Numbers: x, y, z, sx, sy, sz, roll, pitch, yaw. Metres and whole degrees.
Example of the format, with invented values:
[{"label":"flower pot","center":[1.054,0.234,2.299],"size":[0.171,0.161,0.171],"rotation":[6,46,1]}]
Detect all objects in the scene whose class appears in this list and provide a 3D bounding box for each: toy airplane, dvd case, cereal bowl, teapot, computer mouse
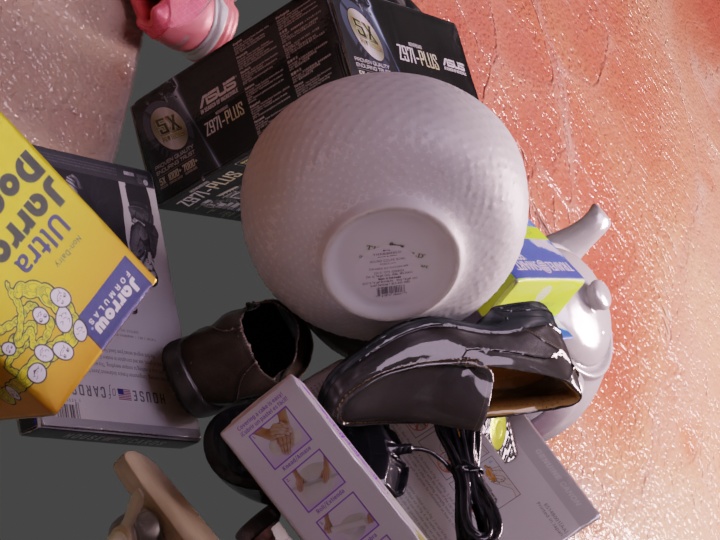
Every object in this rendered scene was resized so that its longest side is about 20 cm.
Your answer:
[{"label":"toy airplane","center":[-0.077,0.222,1.155],"size":[0.200,0.141,0.200],"rotation":[52,-3,-35]},{"label":"dvd case","center":[-0.180,0.017,1.223],"size":[0.150,0.025,0.202],"rotation":[12,60,-51]},{"label":"cereal bowl","center":[0.018,-0.029,1.236],"size":[0.200,0.199,0.084],"rotation":[43,22,-29]},{"label":"teapot","center":[0.146,0.050,1.546],"size":[0.197,0.145,0.202],"rotation":[3,67,-53]},{"label":"computer mouse","center":[-0.004,0.152,1.224],"size":[0.198,0.046,0.141],"rotation":[-2,48,-19]}]

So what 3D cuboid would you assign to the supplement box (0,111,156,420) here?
[{"label":"supplement box","center":[-0.236,-0.019,1.062],"size":[0.200,0.109,0.109],"rotation":[48,59,-23]}]

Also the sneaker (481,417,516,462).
[{"label":"sneaker","center":[0.082,0.143,1.415],"size":[0.066,0.078,0.201],"rotation":[-68,149,-29]}]

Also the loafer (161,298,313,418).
[{"label":"loafer","center":[-0.068,0.057,1.287],"size":[0.074,0.071,0.200],"rotation":[64,18,-1]}]

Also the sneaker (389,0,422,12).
[{"label":"sneaker","center":[0.024,-0.201,1.565],"size":[0.087,0.076,0.201],"rotation":[28,26,-18]}]

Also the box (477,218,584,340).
[{"label":"box","center":[0.090,-0.029,1.445],"size":[0.200,0.048,0.122],"rotation":[48,24,23]}]

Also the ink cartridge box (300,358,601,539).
[{"label":"ink cartridge box","center":[0.040,0.146,1.288],"size":[0.175,0.045,0.201],"rotation":[-29,69,-22]}]

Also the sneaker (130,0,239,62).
[{"label":"sneaker","center":[-0.151,-0.260,1.404],"size":[0.086,0.073,0.202],"rotation":[8,63,-50]}]

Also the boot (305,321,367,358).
[{"label":"boot","center":[0.000,0.000,1.400],"size":[0.200,0.073,0.151],"rotation":[51,16,-33]}]

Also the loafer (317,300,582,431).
[{"label":"loafer","center":[0.065,0.074,1.239],"size":[0.198,0.073,0.073],"rotation":[-14,52,-29]}]

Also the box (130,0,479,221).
[{"label":"box","center":[-0.039,-0.115,1.346],"size":[0.163,0.199,0.087],"rotation":[6,62,-52]}]

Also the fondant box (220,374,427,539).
[{"label":"fondant box","center":[0.002,0.159,1.107],"size":[0.200,0.058,0.144],"rotation":[50,-3,5]}]
